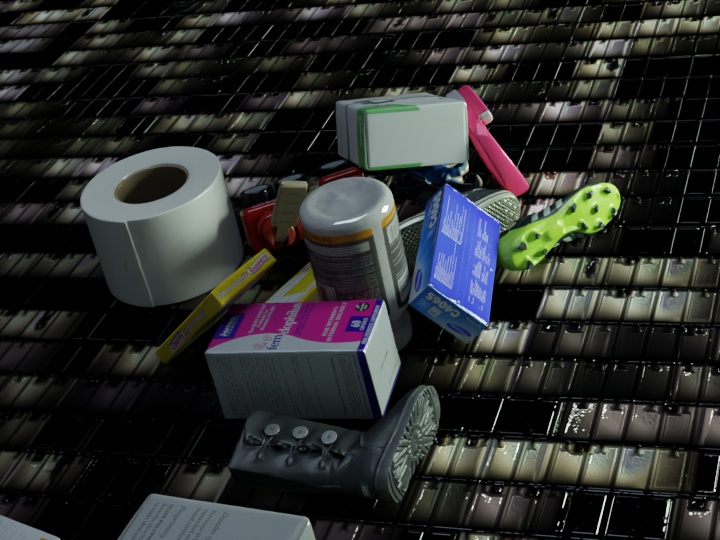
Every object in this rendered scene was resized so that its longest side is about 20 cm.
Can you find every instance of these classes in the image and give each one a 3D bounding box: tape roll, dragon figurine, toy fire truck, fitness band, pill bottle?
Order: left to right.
[{"bbox_3d":[-0.273,-0.063,1.937,0.200,0.140,0.204,-9,33,6],"label":"tape roll"},{"bbox_3d":[-0.065,-0.084,1.856,0.174,0.130,0.200,-18,16,-9],"label":"toy fire truck"},{"bbox_3d":[0.000,0.000,1.677,0.115,0.202,0.117,-9,31,6],"label":"pill bottle"},{"bbox_3d":[0.103,-0.120,1.951,0.098,0.059,0.200,-20,23,-10],"label":"dragon figurine"},{"bbox_3d":[0.178,-0.181,1.949,0.037,0.144,0.200,-31,32,4],"label":"fitness band"}]

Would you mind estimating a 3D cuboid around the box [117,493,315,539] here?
[{"bbox_3d":[-0.130,0.337,1.199,0.169,0.201,0.201,3,37,24],"label":"box"}]

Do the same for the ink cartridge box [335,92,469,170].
[{"bbox_3d":[0.053,-0.194,1.941,0.144,0.085,0.200,-6,12,-12],"label":"ink cartridge box"}]

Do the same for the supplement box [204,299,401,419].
[{"bbox_3d":[-0.066,0.105,1.634,0.198,0.104,0.102,-3,33,19],"label":"supplement box"}]

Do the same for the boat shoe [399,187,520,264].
[{"bbox_3d":[0.117,-0.061,1.856,0.198,0.075,0.062,-21,27,-22],"label":"boat shoe"}]

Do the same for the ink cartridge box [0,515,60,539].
[{"bbox_3d":[-0.420,0.305,1.515,0.198,0.037,0.095,13,41,32],"label":"ink cartridge box"}]

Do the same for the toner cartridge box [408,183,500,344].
[{"bbox_3d":[0.118,-0.011,1.731,0.043,0.095,0.201,-44,20,36],"label":"toner cartridge box"}]

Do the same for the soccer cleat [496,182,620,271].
[{"bbox_3d":[0.250,-0.062,1.817,0.199,0.068,0.081,-29,22,-23],"label":"soccer cleat"}]

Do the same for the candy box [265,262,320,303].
[{"bbox_3d":[-0.065,0.023,1.787,0.102,0.027,0.200,-19,19,48],"label":"candy box"}]

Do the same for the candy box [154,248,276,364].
[{"bbox_3d":[-0.181,0.046,1.725,0.102,0.026,0.200,-44,2,-37],"label":"candy box"}]

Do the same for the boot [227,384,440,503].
[{"bbox_3d":[-0.028,0.181,1.543,0.198,0.066,0.165,0,32,28],"label":"boot"}]
